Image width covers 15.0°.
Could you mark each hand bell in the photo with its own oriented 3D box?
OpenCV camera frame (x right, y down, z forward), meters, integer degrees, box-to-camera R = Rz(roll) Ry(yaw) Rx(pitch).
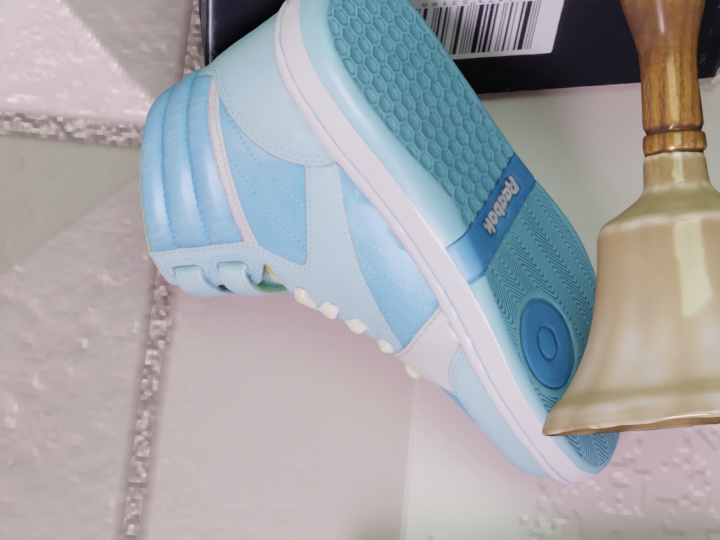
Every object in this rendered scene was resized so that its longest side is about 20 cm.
[{"bbox_3d":[0.102,-0.049,0.906,0.104,0.104,0.201,-5,86,-4],"label":"hand bell"}]

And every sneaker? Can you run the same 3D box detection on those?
[{"bbox_3d":[0.000,0.000,0.969,0.200,0.130,0.080,59,36,-11],"label":"sneaker"}]

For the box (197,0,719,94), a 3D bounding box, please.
[{"bbox_3d":[0.033,-0.176,1.017,0.199,0.123,0.199,-4,67,-5],"label":"box"}]
